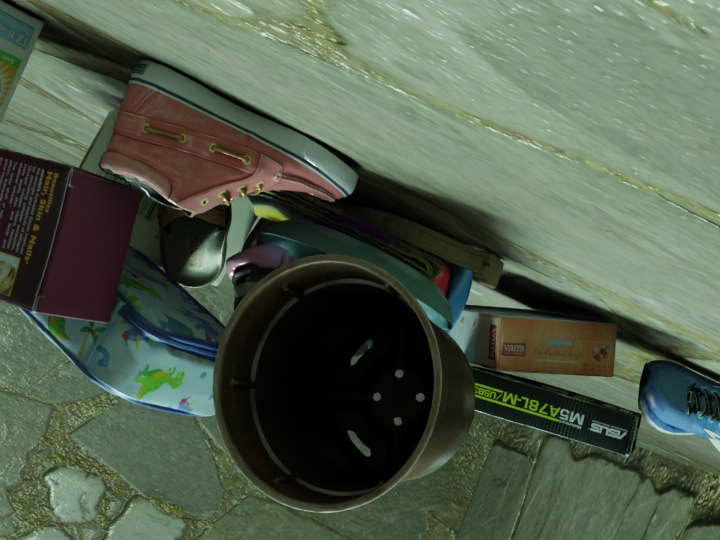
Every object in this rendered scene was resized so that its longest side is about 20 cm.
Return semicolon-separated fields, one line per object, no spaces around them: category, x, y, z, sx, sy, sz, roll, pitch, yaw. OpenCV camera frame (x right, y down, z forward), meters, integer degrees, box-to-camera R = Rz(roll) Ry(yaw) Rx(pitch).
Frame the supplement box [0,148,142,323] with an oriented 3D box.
supplement box;-0.282;-0.038;0.970;0.198;0.112;0.085;15;179;31

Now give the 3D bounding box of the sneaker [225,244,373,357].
sneaker;-0.055;0.055;1.161;0.078;0.097;0.199;-24;144;30

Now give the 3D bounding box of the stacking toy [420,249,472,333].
stacking toy;0.007;-0.005;1.266;0.199;0.117;0.110;36;169;-17

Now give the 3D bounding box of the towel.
towel;-0.019;-0.033;1.152;0.198;0.023;0.144;26;171;0

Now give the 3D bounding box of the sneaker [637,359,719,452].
sneaker;0.380;0.145;1.286;0.198;0.080;0.089;23;160;-19

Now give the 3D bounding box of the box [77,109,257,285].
box;-0.196;-0.068;1.244;0.127;0.110;0.200;29;179;11

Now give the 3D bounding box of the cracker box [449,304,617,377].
cracker box;0.163;0.071;1.284;0.132;0.059;0.200;5;180;-18

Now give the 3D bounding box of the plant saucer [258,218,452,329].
plant saucer;0.000;0.000;1.128;0.198;0.028;0.200;25;171;4

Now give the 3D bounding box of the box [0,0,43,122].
box;-0.346;-0.175;0.983;0.111;0.103;0.199;26;174;-30

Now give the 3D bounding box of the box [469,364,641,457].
box;0.189;0.140;1.248;0.190;0.048;0.200;13;177;15

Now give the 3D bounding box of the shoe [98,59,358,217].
shoe;-0.102;-0.078;0.951;0.198;0.092;0.071;25;174;-22

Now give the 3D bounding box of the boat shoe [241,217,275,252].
boat shoe;-0.082;-0.015;1.293;0.074;0.075;0.203;36;-162;-12

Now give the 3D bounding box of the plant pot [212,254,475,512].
plant pot;0.003;0.103;1.053;0.198;0.203;0.198;21;179;22

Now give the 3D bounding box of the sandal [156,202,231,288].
sandal;-0.152;-0.051;1.067;0.080;0.055;0.202;2;133;-5

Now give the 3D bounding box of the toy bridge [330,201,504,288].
toy bridge;0.037;-0.033;1.153;0.198;0.028;0.067;21;172;29

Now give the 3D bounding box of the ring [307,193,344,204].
ring;-0.106;-0.103;1.128;0.198;0.019;0.200;23;174;3

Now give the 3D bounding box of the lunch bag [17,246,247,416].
lunch bag;-0.199;0.040;1.053;0.199;0.083;0.160;37;-174;35
